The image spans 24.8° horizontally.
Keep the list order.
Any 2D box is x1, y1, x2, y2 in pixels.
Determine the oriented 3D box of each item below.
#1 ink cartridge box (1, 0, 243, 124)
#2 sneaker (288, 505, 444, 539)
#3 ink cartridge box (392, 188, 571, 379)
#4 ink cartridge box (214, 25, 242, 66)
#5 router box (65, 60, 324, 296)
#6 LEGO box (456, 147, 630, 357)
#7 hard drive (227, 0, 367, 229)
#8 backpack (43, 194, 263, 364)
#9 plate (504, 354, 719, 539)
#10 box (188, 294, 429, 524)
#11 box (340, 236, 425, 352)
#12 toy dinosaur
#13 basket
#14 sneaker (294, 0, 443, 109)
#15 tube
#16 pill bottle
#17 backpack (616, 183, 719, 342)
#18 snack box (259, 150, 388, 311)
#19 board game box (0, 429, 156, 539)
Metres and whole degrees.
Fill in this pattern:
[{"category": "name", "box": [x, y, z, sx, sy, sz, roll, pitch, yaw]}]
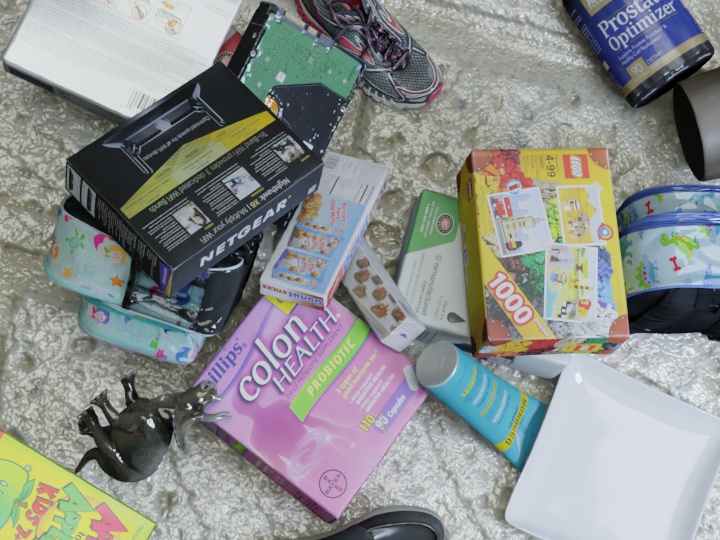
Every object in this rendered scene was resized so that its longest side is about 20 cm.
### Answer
[{"category": "ink cartridge box", "box": [-0.241, -0.244, 1.677, 0.199, 0.044, 0.175, 25, 77, -2]}, {"category": "sneaker", "box": [-0.002, 0.306, 1.637, 0.199, 0.106, 0.075, -17, 114, -4]}, {"category": "ink cartridge box", "box": [0.137, 0.015, 1.736, 0.199, 0.083, 0.148, 16, 76, -4]}, {"category": "ink cartridge box", "box": [-0.221, -0.233, 1.742, 0.200, 0.083, 0.146, 44, 78, 3]}, {"category": "router box", "box": [-0.159, -0.092, 1.577, 0.200, 0.052, 0.157, -36, 71, -28]}, {"category": "LEGO box", "box": [0.184, -0.017, 1.663, 0.148, 0.077, 0.202, -2, 73, -9]}, {"category": "hard drive", "box": [-0.092, -0.162, 1.715, 0.139, 0.038, 0.201, 27, 89, -36]}, {"category": "backpack", "box": [-0.216, -0.004, 1.647, 0.199, 0.178, 0.151, 22, 107, -2]}, {"category": "plate", "box": [0.274, 0.216, 1.738, 0.199, 0.032, 0.201, 24, 76, -1]}, {"category": "box", "box": [-0.053, 0.128, 1.682, 0.200, 0.097, 0.176, 38, 76, 2]}, {"category": "box", "box": [0.000, 0.000, 1.691, 0.039, 0.041, 0.200, -42, 53, 11]}, {"category": "toy dinosaur", "box": [-0.228, 0.168, 1.613, 0.200, 0.077, 0.102, -43, 86, 26]}, {"category": "basket", "box": [0.453, -0.176, 1.786, 0.198, 0.181, 0.137, -15, 64, 1]}, {"category": "sneaker", "box": [0.007, -0.254, 1.781, 0.200, 0.075, 0.081, 41, 76, 2]}, {"category": "tube", "box": [0.129, 0.136, 1.681, 0.050, 0.200, 0.078, 17, 76, 43]}, {"category": "pill bottle", "box": [0.292, -0.290, 1.805, 0.111, 0.112, 0.201, -32, 84, -12]}, {"category": "backpack", "box": [0.343, -0.011, 1.708, 0.181, 0.200, 0.148, 1, 78, -6]}, {"category": "snack box", "box": [-0.035, -0.044, 1.679, 0.071, 0.024, 0.201, 16, 48, 11]}, {"category": "board game box", "box": [-0.316, 0.248, 1.648, 0.199, 0.048, 0.102, 31, 76, 0]}]
